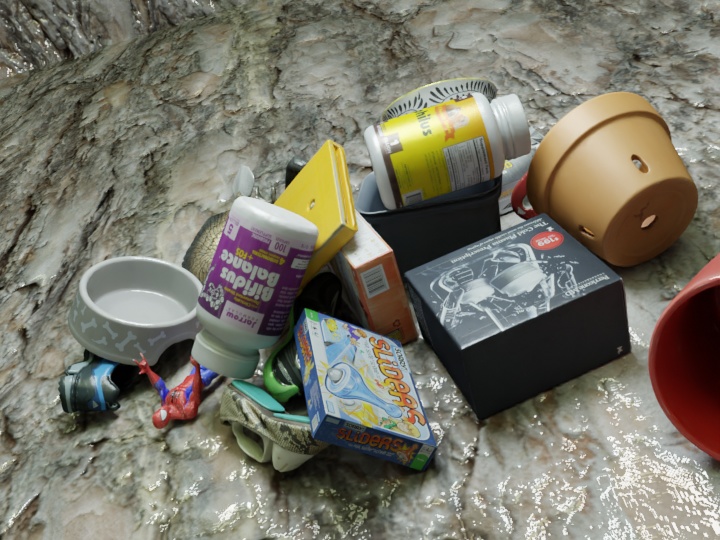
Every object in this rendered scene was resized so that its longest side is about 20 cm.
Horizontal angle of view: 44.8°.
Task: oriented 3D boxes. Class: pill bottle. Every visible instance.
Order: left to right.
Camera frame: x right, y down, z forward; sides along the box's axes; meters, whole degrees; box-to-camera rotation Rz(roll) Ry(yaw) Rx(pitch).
[{"bbox_3d":[-0.133,0.023,1.058,0.111,0.203,0.112,21,8,-3],"label":"pill bottle"},{"bbox_3d":[0.110,-0.156,1.106,0.197,0.111,0.110,-17,31,2],"label":"pill bottle"}]

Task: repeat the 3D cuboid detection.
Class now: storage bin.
[{"bbox_3d":[0.108,-0.071,1.211,0.197,0.136,0.146,-8,32,15],"label":"storage bin"}]

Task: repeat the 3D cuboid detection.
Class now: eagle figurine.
[{"bbox_3d":[-0.186,-0.049,1.344,0.150,0.153,0.199,29,46,26],"label":"eagle figurine"}]

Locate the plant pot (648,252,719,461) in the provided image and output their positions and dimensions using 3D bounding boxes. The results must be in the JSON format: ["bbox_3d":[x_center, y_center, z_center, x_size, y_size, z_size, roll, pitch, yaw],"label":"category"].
[{"bbox_3d":[0.388,0.057,0.822,0.198,0.204,0.177,3,26,31],"label":"plant pot"}]

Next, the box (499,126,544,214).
[{"bbox_3d":[0.210,-0.147,1.360,0.197,0.049,0.159,-20,31,-2],"label":"box"}]

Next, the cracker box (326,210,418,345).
[{"bbox_3d":[0.000,0.000,1.156,0.057,0.135,0.200,-24,31,-9],"label":"cracker box"}]

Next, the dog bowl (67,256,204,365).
[{"bbox_3d":[-0.307,0.049,1.229,0.197,0.059,0.201,11,29,-6],"label":"dog bowl"}]

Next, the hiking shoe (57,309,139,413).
[{"bbox_3d":[-0.343,0.128,1.215,0.085,0.075,0.201,7,37,4],"label":"hiking shoe"}]

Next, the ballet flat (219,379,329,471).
[{"bbox_3d":[-0.095,0.183,0.987,0.198,0.067,0.077,14,87,47],"label":"ballet flat"}]

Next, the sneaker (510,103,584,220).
[{"bbox_3d":[0.293,-0.157,1.229,0.200,0.079,0.115,-45,-11,18],"label":"sneaker"}]

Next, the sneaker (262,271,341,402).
[{"bbox_3d":[-0.054,0.084,1.109,0.083,0.077,0.202,-10,42,29],"label":"sneaker"}]

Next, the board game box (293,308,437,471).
[{"bbox_3d":[0.000,0.128,0.975,0.134,0.035,0.201,21,24,-21],"label":"board game box"}]

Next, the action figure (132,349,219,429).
[{"bbox_3d":[-0.213,0.114,1.130,0.064,0.100,0.201,3,39,33],"label":"action figure"}]

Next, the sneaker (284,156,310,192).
[{"bbox_3d":[-0.082,-0.078,1.282,0.075,0.202,0.091,23,56,23],"label":"sneaker"}]

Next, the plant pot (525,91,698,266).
[{"bbox_3d":[0.329,-0.101,1.108,0.197,0.202,0.141,-22,48,-8],"label":"plant pot"}]

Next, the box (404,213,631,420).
[{"bbox_3d":[0.179,0.046,1.018,0.197,0.105,0.182,-23,32,-7],"label":"box"}]

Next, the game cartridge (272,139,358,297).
[{"bbox_3d":[-0.082,-0.049,1.160,0.200,0.032,0.178,-47,34,30],"label":"game cartridge"}]

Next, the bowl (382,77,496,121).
[{"bbox_3d":[0.141,-0.232,1.453,0.197,0.096,0.201,-12,-13,-3],"label":"bowl"}]
